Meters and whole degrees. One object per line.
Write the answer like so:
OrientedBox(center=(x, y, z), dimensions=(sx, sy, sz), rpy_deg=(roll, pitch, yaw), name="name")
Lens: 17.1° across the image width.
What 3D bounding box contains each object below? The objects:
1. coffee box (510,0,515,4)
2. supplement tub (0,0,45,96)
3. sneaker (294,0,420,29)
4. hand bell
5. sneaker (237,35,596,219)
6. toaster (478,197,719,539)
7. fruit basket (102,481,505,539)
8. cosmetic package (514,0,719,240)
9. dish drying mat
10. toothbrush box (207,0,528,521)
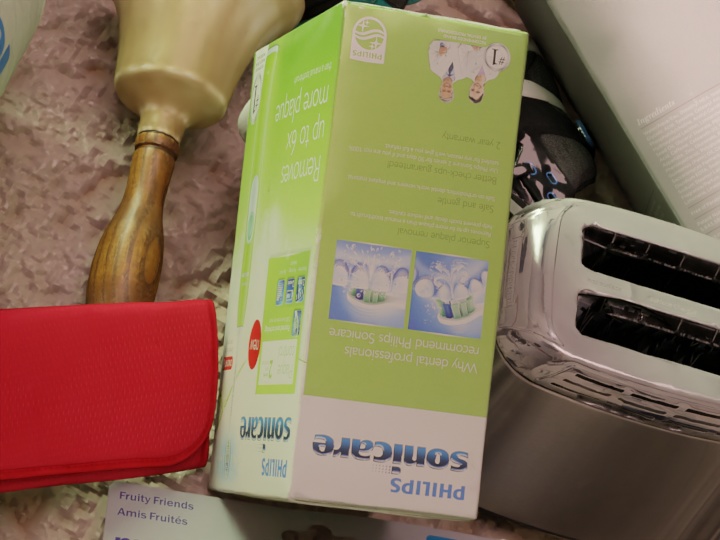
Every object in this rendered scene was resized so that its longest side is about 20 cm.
OrientedBox(center=(0.183, -0.125, 1.283), dimensions=(0.200, 0.044, 0.123), rpy_deg=(43, 54, 9), name="coffee box")
OrientedBox(center=(-0.212, -0.101, 1.019), dimensions=(0.131, 0.133, 0.200), rpy_deg=(21, 30, -6), name="supplement tub")
OrientedBox(center=(-0.005, -0.181, 1.163), dimensions=(0.120, 0.200, 0.084), rpy_deg=(16, 52, -29), name="sneaker")
OrientedBox(center=(-0.097, -0.050, 1.115), dimensions=(0.103, 0.104, 0.202), rpy_deg=(17, 66, -10), name="hand bell")
OrientedBox(center=(0.043, -0.056, 1.145), dimensions=(0.199, 0.073, 0.112), rpy_deg=(-13, 62, -44), name="sneaker")
OrientedBox(center=(0.121, 0.052, 1.086), dimensions=(0.198, 0.129, 0.114), rpy_deg=(18, 54, -9), name="toaster")
OrientedBox(center=(-0.019, 0.169, 0.975), dimensions=(0.184, 0.094, 0.201), rpy_deg=(10, 47, -8), name="fruit basket")
OrientedBox(center=(0.155, -0.084, 1.176), dimensions=(0.090, 0.107, 0.201), rpy_deg=(-26, 80, -1), name="cosmetic package")
OrientedBox(center=(-0.138, 0.054, 0.993), dimensions=(0.199, 0.018, 0.078), rpy_deg=(-2, 97, -44), name="dish drying mat")
OrientedBox(center=(0.000, 0.000, 1.016), dimensions=(0.085, 0.146, 0.202), rpy_deg=(6, 86, -16), name="toothbrush box")
